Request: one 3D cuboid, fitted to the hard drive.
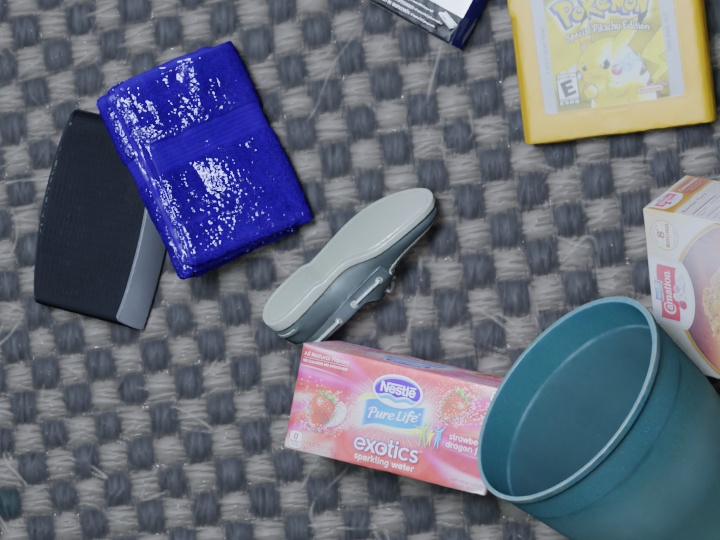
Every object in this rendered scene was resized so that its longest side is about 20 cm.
[{"bbox_3d":[-0.255,-0.051,1.863,0.134,0.042,0.201,14,95,19],"label":"hard drive"}]

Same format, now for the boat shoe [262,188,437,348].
[{"bbox_3d":[0.000,0.000,1.775,0.200,0.073,0.062,-39,121,9],"label":"boat shoe"}]

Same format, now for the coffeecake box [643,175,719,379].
[{"bbox_3d":[0.343,0.018,1.570,0.199,0.073,0.154,15,126,40],"label":"coffeecake box"}]

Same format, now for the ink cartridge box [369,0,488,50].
[{"bbox_3d":[0.029,-0.294,1.761,0.199,0.044,0.094,31,98,17],"label":"ink cartridge box"}]

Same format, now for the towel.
[{"bbox_3d":[-0.149,-0.108,1.798,0.147,0.050,0.201,-25,85,-4],"label":"towel"}]

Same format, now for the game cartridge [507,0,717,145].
[{"bbox_3d":[0.221,-0.222,1.688,0.175,0.032,0.201,-6,96,19],"label":"game cartridge"}]

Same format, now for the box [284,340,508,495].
[{"bbox_3d":[0.044,0.132,1.729,0.199,0.095,0.103,13,93,19],"label":"box"}]

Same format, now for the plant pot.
[{"bbox_3d":[0.235,0.157,1.598,0.188,0.200,0.200,38,105,-24],"label":"plant pot"}]
